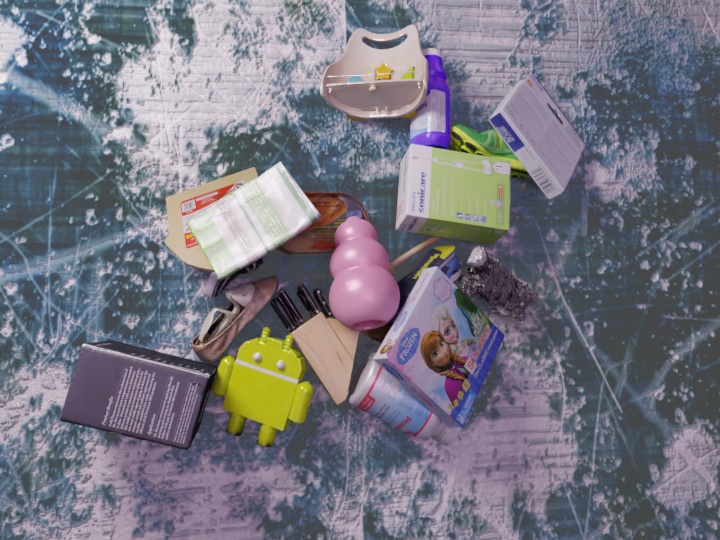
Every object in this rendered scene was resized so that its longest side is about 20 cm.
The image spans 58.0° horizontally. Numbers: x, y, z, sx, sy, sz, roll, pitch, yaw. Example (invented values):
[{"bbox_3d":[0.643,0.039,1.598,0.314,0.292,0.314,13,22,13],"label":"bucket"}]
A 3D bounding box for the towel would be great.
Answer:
[{"bbox_3d":[-0.184,-0.088,1.101,0.200,0.031,0.149,-33,57,-7],"label":"towel"}]

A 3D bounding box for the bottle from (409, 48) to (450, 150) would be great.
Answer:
[{"bbox_3d":[0.134,-0.325,1.252,0.065,0.083,0.201,7,79,-29],"label":"bottle"}]

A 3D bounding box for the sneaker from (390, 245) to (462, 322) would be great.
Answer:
[{"bbox_3d":[0.121,0.038,1.208,0.200,0.074,0.082,-41,120,-23],"label":"sneaker"}]

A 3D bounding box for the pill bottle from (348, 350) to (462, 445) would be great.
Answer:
[{"bbox_3d":[0.087,0.236,1.181,0.199,0.109,0.109,29,81,-5],"label":"pill bottle"}]

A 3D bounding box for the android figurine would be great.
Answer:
[{"bbox_3d":[-0.170,0.203,1.150,0.181,0.041,0.201,18,92,12],"label":"android figurine"}]

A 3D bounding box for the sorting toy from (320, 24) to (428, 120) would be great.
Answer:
[{"bbox_3d":[0.041,-0.389,1.234,0.199,0.107,0.181,1,71,15],"label":"sorting toy"}]

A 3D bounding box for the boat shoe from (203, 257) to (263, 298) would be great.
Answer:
[{"bbox_3d":[-0.208,-0.026,1.179,0.068,0.072,0.200,33,73,-4],"label":"boat shoe"}]

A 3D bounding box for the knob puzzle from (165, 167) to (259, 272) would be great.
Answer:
[{"bbox_3d":[-0.245,-0.074,1.143,0.218,0.030,0.221,-6,59,10],"label":"knob puzzle"}]

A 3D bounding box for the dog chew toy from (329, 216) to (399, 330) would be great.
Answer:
[{"bbox_3d":[0.000,0.000,1.141,0.124,0.125,0.201,-5,70,-10],"label":"dog chew toy"}]

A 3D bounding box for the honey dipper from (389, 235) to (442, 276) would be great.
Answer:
[{"bbox_3d":[0.099,-0.035,1.248,0.200,0.038,0.038,-33,91,-15],"label":"honey dipper"}]

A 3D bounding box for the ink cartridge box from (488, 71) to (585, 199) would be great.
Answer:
[{"bbox_3d":[0.349,-0.267,1.270,0.200,0.041,0.200,50,46,-10],"label":"ink cartridge box"}]

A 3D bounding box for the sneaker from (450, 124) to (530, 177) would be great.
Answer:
[{"bbox_3d":[0.259,-0.245,1.277,0.199,0.074,0.084,18,74,-19],"label":"sneaker"}]

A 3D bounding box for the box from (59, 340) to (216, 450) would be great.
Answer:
[{"bbox_3d":[-0.351,0.196,1.064,0.196,0.200,0.125,17,83,-7],"label":"box"}]

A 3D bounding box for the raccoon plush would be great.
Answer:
[{"bbox_3d":[0.255,0.034,1.191,0.134,0.200,0.097,33,97,15],"label":"raccoon plush"}]

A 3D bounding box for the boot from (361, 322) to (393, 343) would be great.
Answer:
[{"bbox_3d":[0.062,0.113,1.204,0.200,0.075,0.074,44,78,-2],"label":"boot"}]

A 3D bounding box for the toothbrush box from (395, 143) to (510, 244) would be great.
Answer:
[{"bbox_3d":[0.176,-0.143,1.231,0.199,0.086,0.146,8,72,-10],"label":"toothbrush box"}]

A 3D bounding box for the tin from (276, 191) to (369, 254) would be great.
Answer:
[{"bbox_3d":[-0.079,-0.085,1.194,0.199,0.042,0.113,-2,81,-28],"label":"tin"}]

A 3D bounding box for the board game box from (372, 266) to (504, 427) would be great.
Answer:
[{"bbox_3d":[0.143,0.132,1.131,0.199,0.041,0.200,43,60,-20],"label":"board game box"}]

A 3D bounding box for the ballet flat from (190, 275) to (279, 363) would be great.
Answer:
[{"bbox_3d":[-0.226,0.076,1.158,0.200,0.068,0.067,-52,125,-11],"label":"ballet flat"}]

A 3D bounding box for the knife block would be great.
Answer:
[{"bbox_3d":[-0.095,0.128,1.183,0.175,0.064,0.201,12,83,-8],"label":"knife block"}]
